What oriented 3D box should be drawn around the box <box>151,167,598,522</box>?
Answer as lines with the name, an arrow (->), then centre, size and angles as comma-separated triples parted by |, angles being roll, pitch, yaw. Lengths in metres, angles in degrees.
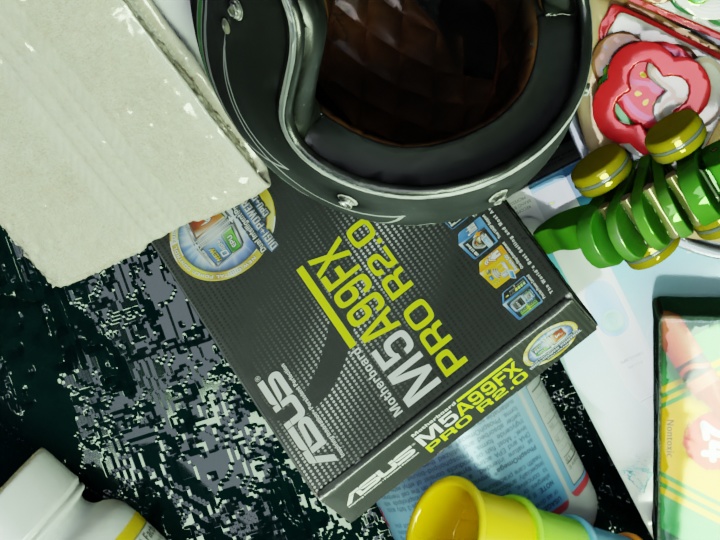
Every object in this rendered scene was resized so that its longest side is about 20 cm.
box -> 0.000, 0.000, 1.329 | 0.160, 0.044, 0.200 | -37, 59, 5

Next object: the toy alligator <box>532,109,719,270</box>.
toy alligator -> 0.168, -0.043, 1.272 | 0.200, 0.054, 0.059 | -24, 114, 24

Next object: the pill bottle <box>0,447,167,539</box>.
pill bottle -> -0.133, 0.198, 1.438 | 0.200, 0.114, 0.114 | 43, 102, -3

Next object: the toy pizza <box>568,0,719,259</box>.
toy pizza -> 0.197, -0.102, 1.304 | 0.199, 0.032, 0.201 | 1, 99, 5

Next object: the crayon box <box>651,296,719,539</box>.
crayon box -> 0.247, 0.078, 1.324 | 0.199, 0.051, 0.127 | -1, 102, 3

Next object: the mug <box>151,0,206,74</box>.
mug -> -0.143, -0.111, 1.374 | 0.175, 0.148, 0.200 | -36, 126, 17

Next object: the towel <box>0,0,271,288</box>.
towel -> -0.149, -0.085, 1.280 | 0.132, 0.035, 0.200 | -24, 125, 17

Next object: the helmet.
helmet -> 0.014, -0.121, 1.241 | 0.199, 0.200, 0.191 | -12, 126, 8

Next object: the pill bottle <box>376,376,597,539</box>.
pill bottle -> 0.058, 0.103, 1.403 | 0.109, 0.109, 0.200 | -25, 98, 10

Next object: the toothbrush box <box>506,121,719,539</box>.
toothbrush box -> 0.172, 0.016, 1.386 | 0.146, 0.085, 0.200 | -26, 99, 9

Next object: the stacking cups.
stacking cups -> 0.118, 0.149, 1.340 | 0.200, 0.060, 0.061 | 15, 105, -34
